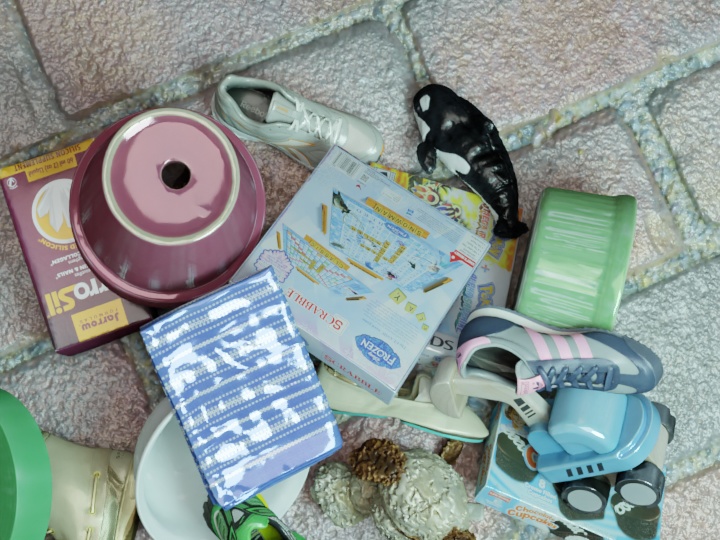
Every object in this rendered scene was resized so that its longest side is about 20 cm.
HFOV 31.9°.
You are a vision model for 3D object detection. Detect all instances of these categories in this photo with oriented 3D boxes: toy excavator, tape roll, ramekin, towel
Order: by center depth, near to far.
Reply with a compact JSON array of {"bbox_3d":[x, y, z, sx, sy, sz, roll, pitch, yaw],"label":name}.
[{"bbox_3d":[-0.111,0.115,1.208,0.143,0.024,0.202,-25,106,-11],"label":"towel"},{"bbox_3d":[0.193,0.146,1.266,0.200,0.193,0.101,49,45,-25],"label":"toy excavator"},{"bbox_3d":[-0.394,0.218,1.267,0.198,0.048,0.204,-1,88,34],"label":"tape roll"},{"bbox_3d":[0.215,0.011,1.310,0.096,0.200,0.203,14,83,6],"label":"ramekin"}]

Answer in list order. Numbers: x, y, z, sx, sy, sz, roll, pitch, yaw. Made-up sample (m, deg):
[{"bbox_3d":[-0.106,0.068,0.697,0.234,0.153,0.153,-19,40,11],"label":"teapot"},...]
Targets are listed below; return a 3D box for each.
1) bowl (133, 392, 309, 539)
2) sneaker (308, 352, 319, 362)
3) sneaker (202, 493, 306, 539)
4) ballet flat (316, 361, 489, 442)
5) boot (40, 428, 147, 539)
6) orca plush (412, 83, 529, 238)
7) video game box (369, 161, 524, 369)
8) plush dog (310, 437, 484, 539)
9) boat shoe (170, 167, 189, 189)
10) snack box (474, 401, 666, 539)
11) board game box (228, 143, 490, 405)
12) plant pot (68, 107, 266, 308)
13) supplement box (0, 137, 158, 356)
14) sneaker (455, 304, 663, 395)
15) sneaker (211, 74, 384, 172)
[{"bbox_3d":[-0.154,0.184,1.299,0.199,0.090,0.204,-14,119,-27],"label":"bowl"},{"bbox_3d":[-0.072,0.062,1.343,0.197,0.076,0.078,-12,89,-6],"label":"sneaker"},{"bbox_3d":[-0.087,0.301,1.283,0.078,0.085,0.201,-42,125,-7],"label":"sneaker"},{"bbox_3d":[0.043,0.132,1.335,0.197,0.069,0.071,10,83,5],"label":"ballet flat"},{"bbox_3d":[-0.315,0.272,1.308,0.153,0.073,0.203,16,84,0],"label":"boot"},{"bbox_3d":[0.120,-0.130,1.353,0.104,0.071,0.202,-9,64,-17],"label":"orca plush"},{"bbox_3d":[0.070,0.000,1.341,0.180,0.047,0.202,17,62,-5],"label":"video game box"},{"bbox_3d":[0.062,0.237,1.284,0.200,0.172,0.161,44,83,3],"label":"plush dog"},{"bbox_3d":[-0.190,-0.065,1.355,0.071,0.072,0.203,1,90,-4],"label":"boat shoe"},{"bbox_3d":[0.223,0.224,1.328,0.198,0.037,0.117,23,49,-6],"label":"snack box"},{"bbox_3d":[0.000,0.000,1.279,0.199,0.041,0.200,33,63,7],"label":"board game box"},{"bbox_3d":[-0.186,-0.072,1.222,0.197,0.179,0.203,1,81,-9],"label":"plant pot"},{"bbox_3d":[-0.296,-0.023,1.334,0.109,0.086,0.203,-19,85,-6],"label":"supplement box"},{"bbox_3d":[0.186,0.096,1.206,0.197,0.071,0.082,10,41,20],"label":"sneaker"},{"bbox_3d":[-0.069,-0.158,1.360,0.197,0.092,0.077,16,84,-2],"label":"sneaker"}]
